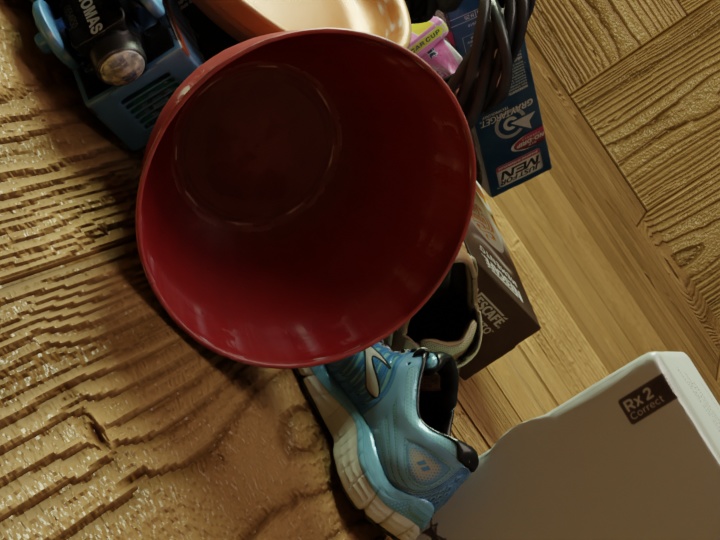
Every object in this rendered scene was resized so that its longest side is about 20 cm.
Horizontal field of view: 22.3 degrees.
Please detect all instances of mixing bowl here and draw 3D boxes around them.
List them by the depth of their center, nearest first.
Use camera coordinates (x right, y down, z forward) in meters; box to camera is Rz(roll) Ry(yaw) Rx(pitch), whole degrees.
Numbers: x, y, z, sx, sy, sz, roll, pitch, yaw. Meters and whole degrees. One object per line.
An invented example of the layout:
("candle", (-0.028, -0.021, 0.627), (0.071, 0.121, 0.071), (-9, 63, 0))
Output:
("mixing bowl", (-0.046, -0.057, 1.053), (0.200, 0.200, 0.108), (47, 0, -32))

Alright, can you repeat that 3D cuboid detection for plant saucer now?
("plant saucer", (-0.057, -0.193, 1.160), (0.200, 0.037, 0.200), (29, 33, -21))

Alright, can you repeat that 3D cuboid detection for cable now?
("cable", (0.049, -0.145, 1.209), (0.051, 0.200, 0.163), (30, 42, -24))

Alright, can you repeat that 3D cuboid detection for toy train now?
("toy train", (-0.159, -0.173, 1.117), (0.114, 0.087, 0.200), (52, 10, -53))

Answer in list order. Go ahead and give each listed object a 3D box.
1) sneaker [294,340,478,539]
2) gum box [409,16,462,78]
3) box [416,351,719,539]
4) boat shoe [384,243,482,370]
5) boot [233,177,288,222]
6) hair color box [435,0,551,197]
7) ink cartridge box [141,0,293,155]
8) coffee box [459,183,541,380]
("sneaker", (0.022, 0.075, 1.135), (0.078, 0.090, 0.200), (42, 17, -44))
("gum box", (0.008, -0.139, 1.384), (0.066, 0.113, 0.200), (52, -5, -19))
("box", (0.162, 0.181, 1.139), (0.200, 0.199, 0.131), (60, 16, 12))
("boat shoe", (0.043, 0.037, 1.210), (0.072, 0.076, 0.200), (54, -18, 36))
("boot", (-0.056, -0.050, 1.226), (0.200, 0.070, 0.132), (51, 28, -59))
("hair color box", (0.089, -0.165, 1.448), (0.100, 0.060, 0.200), (55, -12, 45))
("ink cartridge box", (-0.114, -0.150, 1.173), (0.037, 0.095, 0.200), (36, 25, -47))
("coffee box", (0.064, -0.025, 1.503), (0.114, 0.080, 0.200), (43, 20, -41))
